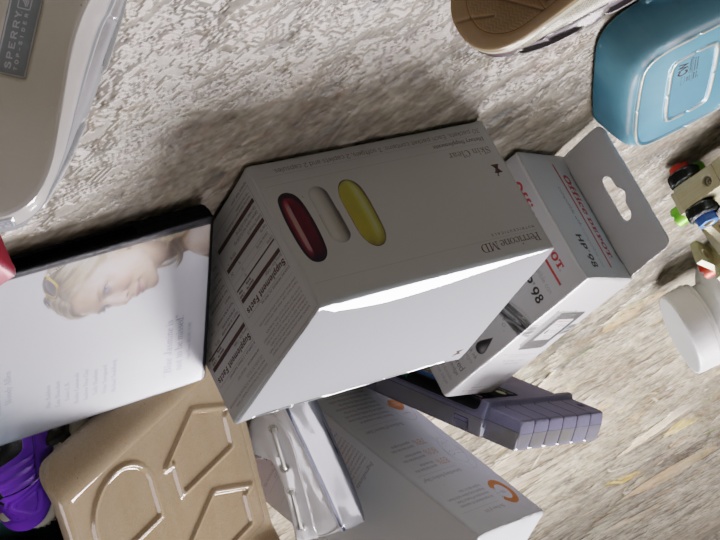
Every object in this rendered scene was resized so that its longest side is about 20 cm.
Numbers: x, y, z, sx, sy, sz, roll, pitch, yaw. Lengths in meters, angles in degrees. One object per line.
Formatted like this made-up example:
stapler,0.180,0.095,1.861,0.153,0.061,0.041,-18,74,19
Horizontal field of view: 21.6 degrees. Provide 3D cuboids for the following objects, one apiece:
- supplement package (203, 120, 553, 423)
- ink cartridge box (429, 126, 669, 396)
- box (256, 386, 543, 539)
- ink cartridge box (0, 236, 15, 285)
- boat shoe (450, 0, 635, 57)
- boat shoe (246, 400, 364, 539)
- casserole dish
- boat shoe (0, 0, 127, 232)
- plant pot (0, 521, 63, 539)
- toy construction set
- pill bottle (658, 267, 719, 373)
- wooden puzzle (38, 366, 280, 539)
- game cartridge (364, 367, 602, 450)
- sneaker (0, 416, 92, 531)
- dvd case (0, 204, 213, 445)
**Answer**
supplement package,0.000,0.000,1.286,0.199,0.111,0.156,-14,155,-34
ink cartridge box,0.121,-0.008,1.416,0.066,0.116,0.200,0,144,-50
box,0.026,0.180,1.515,0.124,0.200,0.098,-5,128,-60
ink cartridge box,-0.237,-0.065,0.778,0.085,0.148,0.200,-27,161,1
boat shoe,0.144,-0.188,1.099,0.199,0.072,0.065,-33,171,5
boat shoe,-0.060,0.117,1.404,0.065,0.201,0.074,-23,-163,2
casserole dish,0.226,-0.147,1.338,0.120,0.039,0.200,-27,158,-5
boat shoe,-0.130,-0.112,0.803,0.071,0.202,0.069,10,172,-3
plant pot,-0.245,0.285,1.606,0.140,0.142,0.200,-20,164,-21
toy construction set,0.335,-0.076,1.584,0.131,0.092,0.200,0,135,-52
pill bottle,0.397,0.018,1.834,0.199,0.113,0.113,-27,159,-5
wooden puzzle,-0.143,0.168,1.326,0.185,0.046,0.201,-43,129,-41
game cartridge,0.083,0.095,1.535,0.129,0.199,0.039,7,101,-53
sneaker,-0.255,0.125,1.326,0.099,0.070,0.201,-10,149,-26
dvd case,-0.186,0.041,1.203,0.199,0.018,0.144,-17,135,-27
